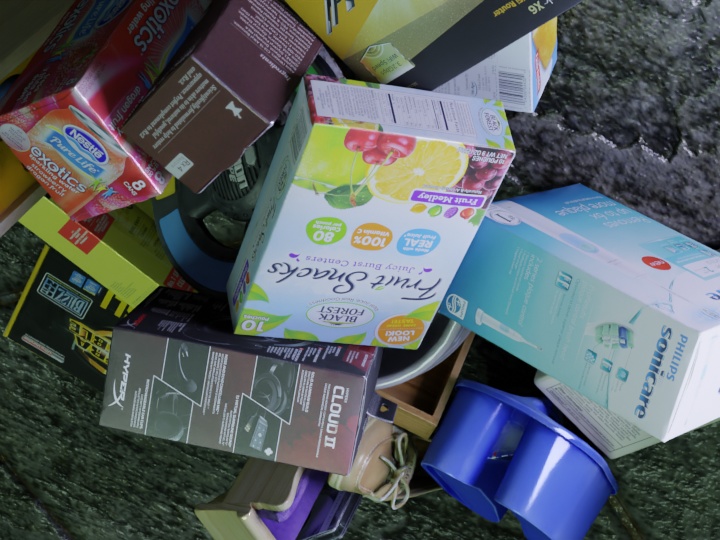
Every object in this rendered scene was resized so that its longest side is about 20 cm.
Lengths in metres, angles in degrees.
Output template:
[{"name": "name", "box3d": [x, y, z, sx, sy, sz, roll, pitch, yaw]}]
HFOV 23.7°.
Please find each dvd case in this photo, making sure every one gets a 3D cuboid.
[{"name": "dvd case", "box3d": [-0.057, 0.208, 1.555, 0.016, 0.149, 0.199, 46, 135, -17]}]

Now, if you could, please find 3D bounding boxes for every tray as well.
[{"name": "tray", "box3d": [-0.014, 0.050, 1.409, 0.199, 0.099, 0.037, 26, 150, -1]}]

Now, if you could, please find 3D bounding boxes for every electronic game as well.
[{"name": "electronic game", "box3d": [-0.083, -0.076, 1.271, 0.199, 0.202, 0.041, -16, 162, 37]}]

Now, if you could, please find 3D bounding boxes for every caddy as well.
[{"name": "caddy", "box3d": [0.137, 0.156, 1.415, 0.141, 0.105, 0.200, 26, 169, 24]}]

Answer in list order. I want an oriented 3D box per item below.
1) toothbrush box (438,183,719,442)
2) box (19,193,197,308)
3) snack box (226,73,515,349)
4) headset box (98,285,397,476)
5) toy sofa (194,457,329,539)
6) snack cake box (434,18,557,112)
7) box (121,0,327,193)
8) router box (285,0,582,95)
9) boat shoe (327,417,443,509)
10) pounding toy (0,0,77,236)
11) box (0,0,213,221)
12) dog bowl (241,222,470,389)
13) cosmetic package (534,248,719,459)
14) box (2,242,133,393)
[{"name": "toothbrush box", "box3d": [0.179, 0.023, 1.191, 0.199, 0.146, 0.086, 32, 118, 34]}, {"name": "box", "box3d": [-0.219, -0.042, 1.438, 0.200, 0.076, 0.050, 40, 136, -14]}, {"name": "snack box", "box3d": [0.003, -0.033, 1.156, 0.141, 0.053, 0.201, 7, 135, -19]}, {"name": "headset box", "box3d": [-0.071, 0.077, 1.232, 0.198, 0.149, 0.078, 12, 102, 3]}, {"name": "toy sofa", "box3d": [-0.045, 0.160, 1.464, 0.097, 0.201, 0.083, -4, 130, 36]}, {"name": "snack cake box", "box3d": [0.067, -0.208, 1.135, 0.114, 0.067, 0.201, 11, 136, 18]}, {"name": "box", "box3d": [-0.071, -0.156, 1.155, 0.075, 0.201, 0.100, 38, 137, -14]}, {"name": "router box", "box3d": [0.042, -0.204, 1.062, 0.157, 0.052, 0.199, 44, 136, -19]}, {"name": "boat shoe", "box3d": [0.036, 0.157, 1.444, 0.062, 0.200, 0.074, 30, 103, 22]}, {"name": "pounding toy", "box3d": [-0.253, -0.123, 1.312, 0.141, 0.184, 0.201, 25, 140, 18]}, {"name": "box", "box3d": [-0.159, -0.143, 1.211, 0.095, 0.201, 0.100, -13, 126, 38]}, {"name": "dog bowl", "box3d": [0.000, 0.000, 1.314, 0.198, 0.059, 0.202, 2, 105, 8]}, {"name": "cosmetic package", "box3d": [0.242, 0.063, 1.320, 0.104, 0.073, 0.199, 44, 135, -20]}, {"name": "box", "box3d": [-0.208, 0.053, 1.550, 0.199, 0.050, 0.160, 31, 136, -6]}]
